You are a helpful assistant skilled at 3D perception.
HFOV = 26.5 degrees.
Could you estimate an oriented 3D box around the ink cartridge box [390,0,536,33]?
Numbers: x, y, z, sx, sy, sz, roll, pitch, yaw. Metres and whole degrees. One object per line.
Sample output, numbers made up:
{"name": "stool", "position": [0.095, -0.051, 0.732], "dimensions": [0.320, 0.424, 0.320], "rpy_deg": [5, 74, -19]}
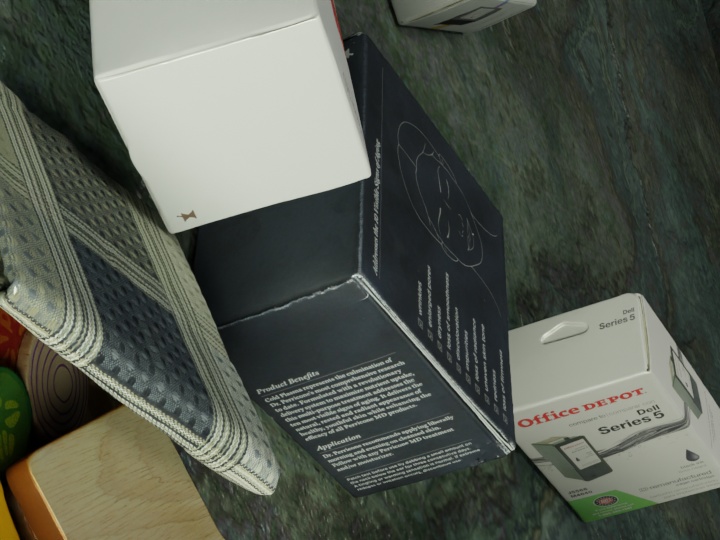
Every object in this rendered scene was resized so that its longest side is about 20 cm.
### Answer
{"name": "ink cartridge box", "position": [0.083, -0.308, 1.444], "dimensions": [0.200, 0.085, 0.149], "rpy_deg": [-15, 86, -66]}

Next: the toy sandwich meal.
{"name": "toy sandwich meal", "position": [-0.131, 0.087, 0.666], "dimensions": [0.205, 0.070, 0.207], "rpy_deg": [48, 32, -42]}

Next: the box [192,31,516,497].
{"name": "box", "position": [0.000, 0.000, 0.963], "dimensions": [0.197, 0.123, 0.202], "rpy_deg": [50, 30, -41]}

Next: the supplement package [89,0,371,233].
{"name": "supplement package", "position": [-0.076, -0.144, 0.841], "dimensions": [0.122, 0.118, 0.201], "rpy_deg": [70, 6, -50]}

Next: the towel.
{"name": "towel", "position": [-0.127, 0.000, 0.727], "dimensions": [0.192, 0.034, 0.201], "rpy_deg": [43, 12, -44]}

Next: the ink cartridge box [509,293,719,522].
{"name": "ink cartridge box", "position": [0.216, 0.123, 1.322], "dimensions": [0.200, 0.144, 0.085], "rpy_deg": [47, 33, -42]}
